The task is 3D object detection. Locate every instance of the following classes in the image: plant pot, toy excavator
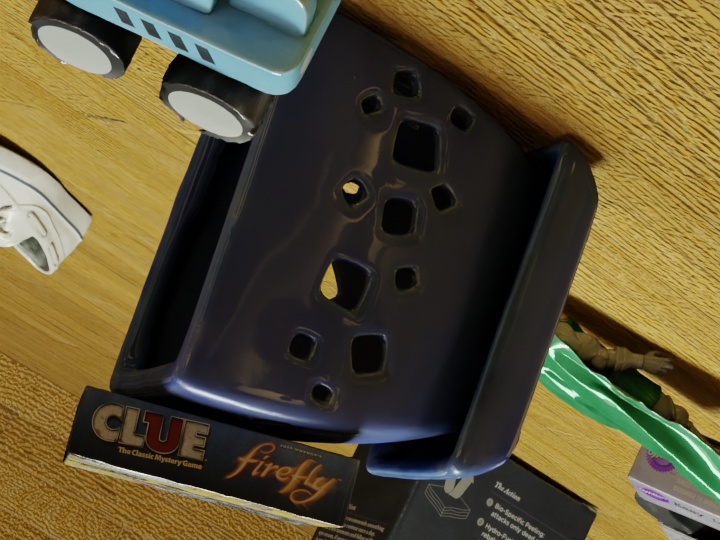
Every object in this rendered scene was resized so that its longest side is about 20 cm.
[{"bbox_3d":[0.000,0.000,1.314,0.179,0.201,0.200,22,171,-11],"label":"plant pot"},{"bbox_3d":[-0.040,-0.133,1.056,0.194,0.100,0.200,25,161,6],"label":"toy excavator"}]

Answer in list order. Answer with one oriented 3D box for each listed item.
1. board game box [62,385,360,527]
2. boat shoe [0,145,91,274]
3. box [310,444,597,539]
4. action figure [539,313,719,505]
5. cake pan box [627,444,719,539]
[{"bbox_3d":[-0.079,0.095,1.310,0.135,0.035,0.200,16,173,-6],"label":"board game box"},{"bbox_3d":[-0.277,-0.050,2.090,0.073,0.066,0.200,21,168,29],"label":"boat shoe"},{"bbox_3d":[0.072,0.251,2.312,0.196,0.201,0.117,34,167,-31],"label":"box"},{"bbox_3d":[0.160,0.072,1.629,0.200,0.055,0.118,37,169,-16],"label":"action figure"},{"bbox_3d":[0.293,0.183,1.853,0.199,0.052,0.184,23,167,21],"label":"cake pan box"}]
